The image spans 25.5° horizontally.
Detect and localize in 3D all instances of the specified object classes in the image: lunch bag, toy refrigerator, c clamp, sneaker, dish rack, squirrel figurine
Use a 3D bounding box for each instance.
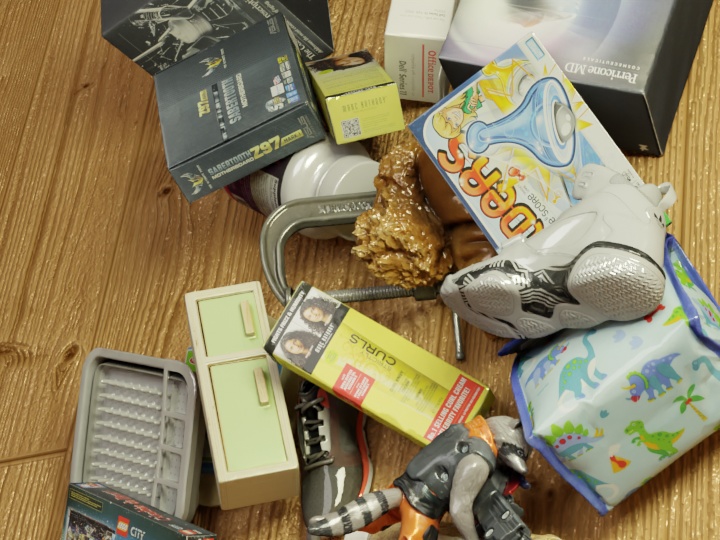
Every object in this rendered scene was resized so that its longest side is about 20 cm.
[{"bbox_3d":[0.210,0.065,1.292,0.170,0.127,0.200,-38,22,16],"label":"lunch bag"},{"bbox_3d":[-0.112,0.114,1.492,0.075,0.070,0.201,-9,59,-7],"label":"toy refrigerator"},{"bbox_3d":[0.000,0.000,1.500,0.198,0.027,0.172,0,68,7],"label":"c clamp"},{"bbox_3d":[0.160,-0.014,1.256,0.199,0.075,0.115,-9,46,40],"label":"sneaker"},{"bbox_3d":[-0.219,0.171,1.613,0.199,0.043,0.173,6,90,46],"label":"dish rack"},{"bbox_3d":[0.096,-0.031,1.442,0.198,0.142,0.188,-4,78,14],"label":"squirrel figurine"},{"bbox_3d":[-0.037,0.147,1.481,0.077,0.082,0.201,-17,53,33],"label":"sneaker"}]

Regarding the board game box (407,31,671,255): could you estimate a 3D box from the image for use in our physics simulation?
[{"bbox_3d":[0.151,-0.081,1.350,0.135,0.034,0.201,-37,82,7],"label":"board game box"}]

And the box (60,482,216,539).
[{"bbox_3d":[-0.224,0.297,1.546,0.199,0.038,0.138,13,95,46],"label":"box"}]

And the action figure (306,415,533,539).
[{"bbox_3d":[0.065,0.186,1.248,0.193,0.105,0.200,-38,23,-10],"label":"action figure"}]

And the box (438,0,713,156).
[{"bbox_3d":[0.203,-0.232,1.451,0.199,0.123,0.200,13,72,24],"label":"box"}]

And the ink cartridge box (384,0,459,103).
[{"bbox_3d":[0.065,-0.252,1.624,0.067,0.117,0.201,7,63,6],"label":"ink cartridge box"}]

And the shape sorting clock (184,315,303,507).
[{"bbox_3d":[-0.128,0.139,1.600,0.199,0.039,0.201,-20,60,40],"label":"shape sorting clock"}]

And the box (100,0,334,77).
[{"bbox_3d":[-0.161,-0.290,1.801,0.181,0.200,0.105,-28,48,26],"label":"box"}]

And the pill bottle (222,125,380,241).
[{"bbox_3d":[-0.055,-0.097,1.640,0.200,0.111,0.112,27,82,48],"label":"pill bottle"}]

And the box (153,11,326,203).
[{"bbox_3d":[-0.128,-0.171,1.639,0.157,0.051,0.201,-25,37,7],"label":"box"}]

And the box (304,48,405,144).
[{"bbox_3d":[-0.009,-0.180,1.625,0.075,0.050,0.200,-14,20,-5],"label":"box"}]

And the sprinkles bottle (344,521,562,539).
[{"bbox_3d":[0.078,0.243,1.324,0.199,0.068,0.069,1,64,42],"label":"sprinkles bottle"}]

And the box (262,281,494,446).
[{"bbox_3d":[0.016,0.092,1.417,0.199,0.050,0.076,30,82,17],"label":"box"}]
